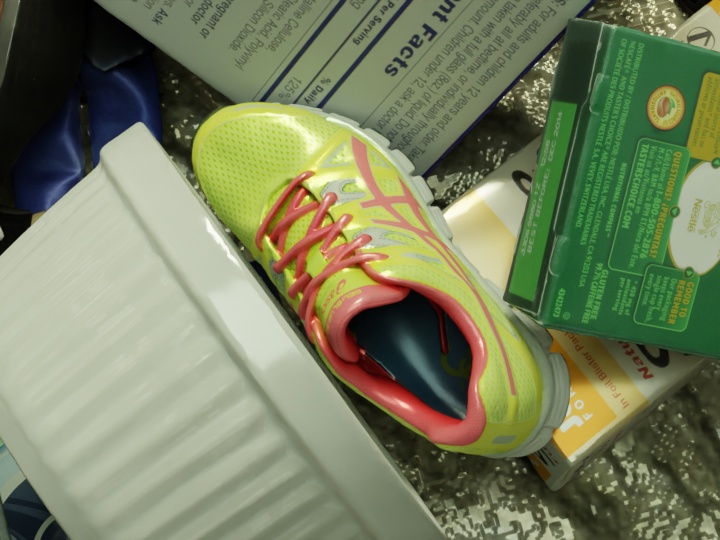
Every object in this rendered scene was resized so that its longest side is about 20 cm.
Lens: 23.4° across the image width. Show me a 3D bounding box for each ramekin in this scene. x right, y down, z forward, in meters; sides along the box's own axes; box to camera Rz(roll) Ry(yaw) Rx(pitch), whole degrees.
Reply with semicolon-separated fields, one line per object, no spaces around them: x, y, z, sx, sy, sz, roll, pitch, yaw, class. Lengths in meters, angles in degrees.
-0.066;0.054;0.668;0.105;0.200;0.201;-36;78;-2;ramekin

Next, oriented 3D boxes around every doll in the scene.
-0.128;-0.111;0.829;0.135;0.048;0.202;-9;74;9;doll

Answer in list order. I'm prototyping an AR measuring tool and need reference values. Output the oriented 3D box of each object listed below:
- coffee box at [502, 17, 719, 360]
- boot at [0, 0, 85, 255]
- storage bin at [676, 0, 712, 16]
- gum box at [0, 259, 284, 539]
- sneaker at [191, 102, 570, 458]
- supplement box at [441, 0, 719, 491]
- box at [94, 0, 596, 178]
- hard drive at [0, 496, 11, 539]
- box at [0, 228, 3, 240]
0.165;-0.023;0.718;0.198;0.044;0.124;9;98;-21;coffee box
-0.233;-0.085;0.797;0.198;0.068;0.190;12;93;18;boot
0.220;-0.231;0.848;0.134;0.094;0.202;-1;74;-1;storage bin
-0.089;0.116;0.770;0.168;0.045;0.202;-18;76;-6;gum box
0.000;0.000;0.713;0.200;0.090;0.078;41;109;15;sneaker
0.127;-0.013;0.794;0.199;0.074;0.126;-38;79;-10;supplement box
-0.003;-0.161;0.743;0.199;0.184;0.105;36;42;-11;box
-0.175;0.112;0.710;0.033;0.139;0.202;-11;81;-28;hard drive
-0.243;0.004;0.745;0.198;0.039;0.042;-18;101;26;box
